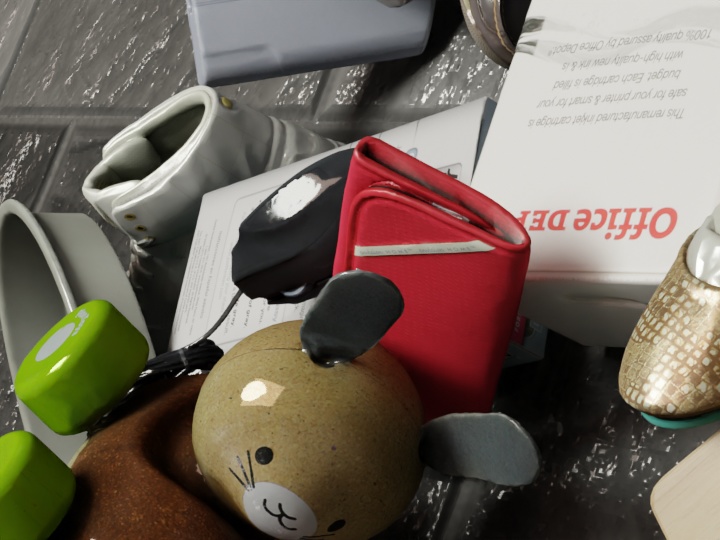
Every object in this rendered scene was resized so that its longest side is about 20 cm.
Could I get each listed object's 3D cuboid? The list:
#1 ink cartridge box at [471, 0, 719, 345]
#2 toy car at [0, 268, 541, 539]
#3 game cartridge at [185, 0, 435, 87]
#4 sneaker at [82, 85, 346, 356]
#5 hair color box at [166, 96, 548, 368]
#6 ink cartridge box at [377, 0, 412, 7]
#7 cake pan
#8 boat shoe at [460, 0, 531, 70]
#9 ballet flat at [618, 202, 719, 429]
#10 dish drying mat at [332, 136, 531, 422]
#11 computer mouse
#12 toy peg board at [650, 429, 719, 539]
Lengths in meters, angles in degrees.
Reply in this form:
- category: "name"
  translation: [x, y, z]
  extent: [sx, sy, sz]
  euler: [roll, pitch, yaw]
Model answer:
- category: "ink cartridge box"
  translation: [0.133, -0.073, 0.864]
  extent: [0.146, 0.084, 0.201]
  euler: [1, 69, 54]
- category: "toy car"
  translation: [-0.031, 0.080, 0.863]
  extent: [0.200, 0.164, 0.158]
  euler: [-30, 23, 36]
- category: "game cartridge"
  translation: [-0.029, -0.198, 1.089]
  extent: [0.041, 0.132, 0.201]
  euler: [-151, 51, -75]
- category: "sneaker"
  translation: [-0.105, -0.015, 1.135]
  extent: [0.200, 0.115, 0.074]
  euler: [-46, 38, 26]
- category: "hair color box"
  translation: [0.000, 0.000, 0.994]
  extent: [0.199, 0.060, 0.100]
  euler: [-16, 56, 48]
- category: "ink cartridge box"
  translation: [0.000, -0.240, 1.022]
  extent: [0.201, 0.145, 0.084]
  euler: [-63, 5, 2]
- category: "cake pan"
  translation: [-0.134, 0.059, 1.098]
  extent: [0.200, 0.037, 0.202]
  euler: [165, 90, -71]
- category: "boat shoe"
  translation: [0.108, -0.184, 1.001]
  extent: [0.073, 0.074, 0.201]
  euler: [14, 80, 56]
- category: "ballet flat"
  translation: [0.157, -0.024, 0.734]
  extent: [0.200, 0.066, 0.070]
  euler: [-33, 36, -26]
- category: "dish drying mat"
  translation: [0.021, 0.022, 0.876]
  extent: [0.018, 0.076, 0.200]
  euler: [-58, -11, -28]
- category: "computer mouse"
  translation: [-0.047, 0.019, 0.945]
  extent: [0.200, 0.058, 0.034]
  euler: [-44, 57, 29]
- category: "toy peg board"
  translation: [0.221, 0.095, 0.654]
  extent: [0.200, 0.098, 0.200]
  euler: [-44, 53, 27]
